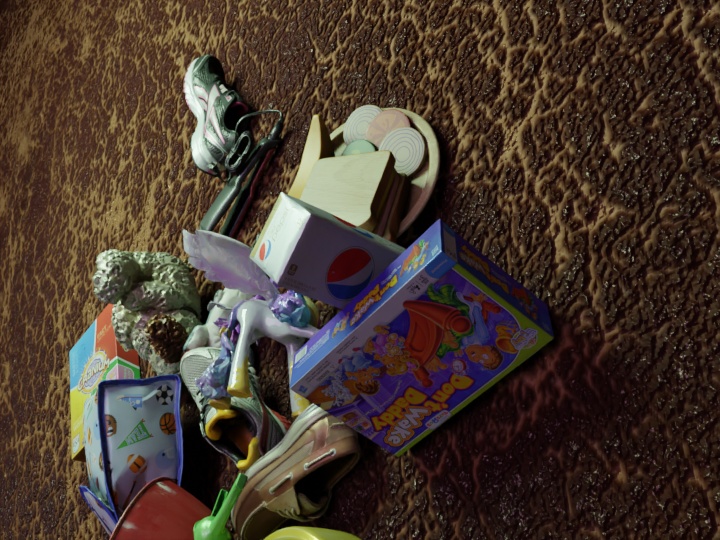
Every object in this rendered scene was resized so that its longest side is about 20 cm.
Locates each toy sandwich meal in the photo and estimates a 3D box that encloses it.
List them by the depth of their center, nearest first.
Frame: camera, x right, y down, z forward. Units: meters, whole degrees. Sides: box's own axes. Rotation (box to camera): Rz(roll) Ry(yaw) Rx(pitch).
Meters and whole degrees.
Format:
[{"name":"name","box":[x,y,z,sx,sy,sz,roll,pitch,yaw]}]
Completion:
[{"name":"toy sandwich meal","box":[-0.008,-0.099,0.894,0.202,0.070,0.209,-17,56,25]}]

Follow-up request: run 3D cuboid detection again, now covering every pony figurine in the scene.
[{"name":"pony figurine","box":[-0.108,0.051,0.921,0.189,0.168,0.204,5,60,13]}]

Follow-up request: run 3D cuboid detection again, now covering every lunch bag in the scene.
[{"name":"lunch bag","box":[-0.287,0.245,1.048,0.170,0.121,0.205,148,116,-63]}]

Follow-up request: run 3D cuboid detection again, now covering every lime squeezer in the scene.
[{"name":"lime squeezer","box":[-0.145,0.245,0.836,0.200,0.037,0.072,126,152,-68]}]

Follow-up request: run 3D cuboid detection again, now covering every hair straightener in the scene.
[{"name":"hair straightener","box":[-0.166,-0.132,1.132,0.202,0.076,0.041,-56,38,16]}]

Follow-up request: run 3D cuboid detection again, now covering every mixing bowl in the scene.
[{"name":"mixing bowl","box":[-0.194,0.335,0.898,0.106,0.200,0.205,12,81,12]}]

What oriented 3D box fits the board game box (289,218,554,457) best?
[{"name":"board game box","box":[0.050,0.067,0.734,0.200,0.133,0.045,-43,25,29]}]

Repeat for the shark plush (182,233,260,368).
[{"name":"shark plush","box":[-0.170,0.048,1.071,0.083,0.089,0.205,149,129,-79]}]

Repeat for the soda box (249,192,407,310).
[{"name":"soda box","box":[0.000,0.000,0.775,0.063,0.198,0.069,37,101,50]}]

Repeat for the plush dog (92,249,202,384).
[{"name":"plush dog","box":[-0.257,0.070,1.121,0.201,0.157,0.174,98,153,-61]}]

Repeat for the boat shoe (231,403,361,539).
[{"name":"boat shoe","box":[-0.068,0.221,0.861,0.201,0.075,0.072,-55,46,25]}]

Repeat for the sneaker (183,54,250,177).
[{"name":"sneaker","box":[-0.200,-0.237,1.237,0.085,0.080,0.204,-26,62,26]}]

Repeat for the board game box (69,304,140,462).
[{"name":"board game box","box":[-0.399,0.171,1.306,0.153,0.040,0.203,-44,45,29]}]

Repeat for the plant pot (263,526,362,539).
[{"name":"plant pot","box":[-0.095,0.330,0.753,0.199,0.187,0.205,-25,55,42]}]

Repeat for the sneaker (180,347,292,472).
[{"name":"sneaker","box":[-0.148,0.153,0.950,0.199,0.082,0.079,39,103,36]}]
